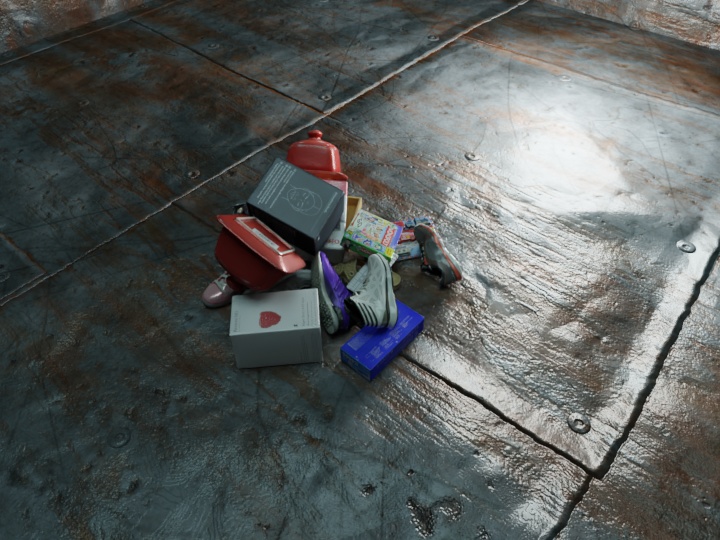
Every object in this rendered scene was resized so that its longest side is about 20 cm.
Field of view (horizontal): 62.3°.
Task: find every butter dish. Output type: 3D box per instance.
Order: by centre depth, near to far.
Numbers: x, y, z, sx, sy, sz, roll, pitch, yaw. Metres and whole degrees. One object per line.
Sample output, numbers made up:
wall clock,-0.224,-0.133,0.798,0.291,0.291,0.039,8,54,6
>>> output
butter dish,-0.249,-0.021,1.342,0.199,0.149,0.199,38,9,3
butter dish,-0.137,-0.339,1.764,0.195,0.151,0.199,4,3,6

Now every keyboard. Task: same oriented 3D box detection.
keyboard,0.033,0.001,1.481,0.056,0.011,0.200,36,43,4

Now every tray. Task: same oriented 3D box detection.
tray,-0.061,-0.136,1.680,0.096,0.037,0.202,7,46,8

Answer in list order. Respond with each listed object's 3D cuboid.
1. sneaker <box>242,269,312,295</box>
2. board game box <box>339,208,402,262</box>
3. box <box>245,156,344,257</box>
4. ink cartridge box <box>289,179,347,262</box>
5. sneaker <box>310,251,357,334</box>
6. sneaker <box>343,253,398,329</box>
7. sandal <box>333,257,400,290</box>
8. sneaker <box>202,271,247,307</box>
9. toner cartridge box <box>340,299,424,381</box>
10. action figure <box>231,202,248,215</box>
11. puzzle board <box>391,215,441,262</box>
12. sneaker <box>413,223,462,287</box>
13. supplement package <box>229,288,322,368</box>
sneaker,-0.188,0.064,1.466,0.197,0.075,0.083,-23,63,-14
board game box,0.032,-0.089,1.544,0.132,0.030,0.201,24,28,1
box,-0.157,-0.157,1.468,0.197,0.107,0.150,29,70,9
ink cartridge box,-0.109,-0.133,1.566,0.142,0.085,0.204,4,70,-5
sneaker,-0.056,0.050,1.439,0.098,0.070,0.204,-8,72,-26
sneaker,0.015,0.040,1.375,0.113,0.076,0.203,4,51,-20
sandal,0.001,-0.004,1.518,0.207,0.071,0.078,9,44,10
sneaker,-0.313,0.005,1.491,0.198,0.106,0.075,-30,54,-26
toner cartridge box,0.052,0.156,1.372,0.094,0.044,0.199,31,52,30
action figure,-0.298,-0.134,1.663,0.128,0.070,0.202,-16,42,-5
puzzle board,0.121,-0.088,1.640,0.196,0.018,0.152,-12,45,-10
sneaker,0.181,-0.040,1.544,0.081,0.078,0.201,-31,55,-6
supplement package,-0.188,0.131,1.347,0.195,0.121,0.123,-5,45,-4
